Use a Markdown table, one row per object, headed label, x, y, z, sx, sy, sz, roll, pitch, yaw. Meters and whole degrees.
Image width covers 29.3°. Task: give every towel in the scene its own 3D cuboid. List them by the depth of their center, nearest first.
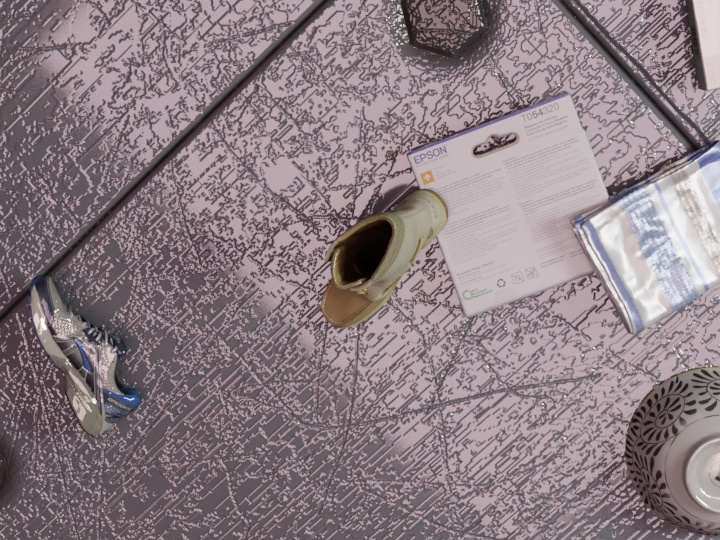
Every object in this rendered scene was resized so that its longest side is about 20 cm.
| label | x | y | z | sx | sy | sz | roll | pitch | yaw |
| --- | --- | --- | --- | --- | --- | --- | --- | --- | --- |
| towel | 0.344 | -0.037 | 1.511 | 0.200 | 0.024 | 0.147 | -29 | 97 | -7 |

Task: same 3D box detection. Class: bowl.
| label | x | y | z | sx | sy | sz | roll | pitch | yaw |
| --- | --- | --- | --- | --- | --- | --- | --- | --- | --- |
| bowl | 0.401 | 0.216 | 1.536 | 0.200 | 0.094 | 0.201 | 1 | 100 | 6 |

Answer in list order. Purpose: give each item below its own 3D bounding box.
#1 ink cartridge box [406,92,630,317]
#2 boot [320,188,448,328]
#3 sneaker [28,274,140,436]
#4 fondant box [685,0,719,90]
| label | x | y | z | sx | sy | sz | roll | pitch | yaw |
| --- | --- | --- | --- | --- | --- | --- | --- | --- | --- |
| ink cartridge box | 0.176 | -0.073 | 1.542 | 0.196 | 0.043 | 0.200 | -19 | 94 | 10 |
| boot | 0.000 | 0.000 | 1.501 | 0.072 | 0.155 | 0.200 | 45 | 116 | 8 |
| sneaker | -0.319 | 0.088 | 1.613 | 0.085 | 0.077 | 0.200 | -24 | 103 | -1 |
| fondant box | 0.453 | -0.282 | 1.472 | 0.200 | 0.058 | 0.145 | -11 | 97 | 7 |
